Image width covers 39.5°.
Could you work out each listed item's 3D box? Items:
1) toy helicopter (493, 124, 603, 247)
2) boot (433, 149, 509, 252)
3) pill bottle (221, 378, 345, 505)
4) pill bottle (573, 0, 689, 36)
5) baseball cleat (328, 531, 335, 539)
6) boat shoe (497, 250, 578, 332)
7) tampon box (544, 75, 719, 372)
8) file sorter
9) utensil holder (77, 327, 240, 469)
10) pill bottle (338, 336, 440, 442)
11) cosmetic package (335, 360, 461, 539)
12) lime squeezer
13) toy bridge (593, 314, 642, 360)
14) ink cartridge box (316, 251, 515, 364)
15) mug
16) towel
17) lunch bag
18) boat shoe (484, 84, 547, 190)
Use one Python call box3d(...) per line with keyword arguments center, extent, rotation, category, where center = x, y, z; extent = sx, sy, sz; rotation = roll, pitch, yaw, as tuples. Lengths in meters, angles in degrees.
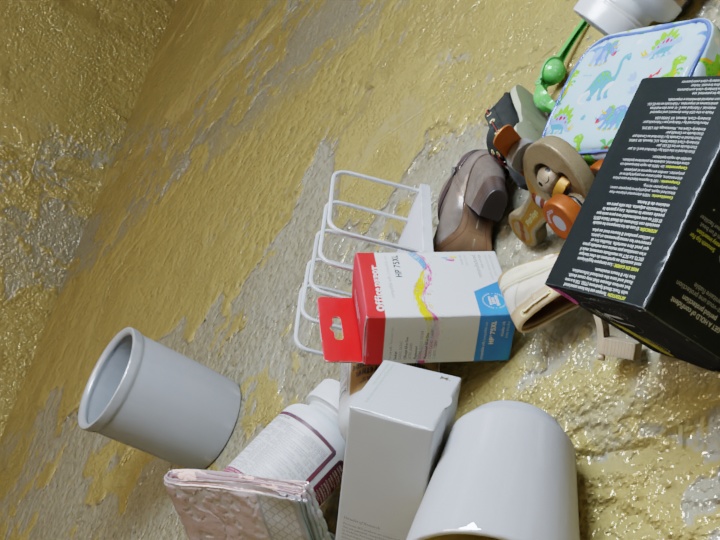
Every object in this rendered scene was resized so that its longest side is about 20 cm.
box3d(center=(0.185, -0.079, 1.042), extent=(0.079, 0.132, 0.200), rotation=(-38, -11, -16), category="toy helicopter")
box3d(center=(0.119, -0.055, 1.234), extent=(0.200, 0.070, 0.146), rotation=(-56, 18, 14), category="boot")
box3d(center=(-0.077, 0.227, 1.173), extent=(0.200, 0.110, 0.110), rotation=(-44, 18, -25), category="pill bottle")
box3d(center=(0.326, -0.341, 1.085), extent=(0.200, 0.111, 0.111), rotation=(-53, 27, 16), category="pill bottle")
box3d(center=(-0.075, 0.316, 1.210), extent=(0.106, 0.070, 0.200), rotation=(-33, 40, 21), category="baseball cleat")
box3d(center=(0.227, 0.008, 0.967), extent=(0.200, 0.074, 0.069), rotation=(-26, 65, 38), category="boat shoe")
box3d(center=(0.277, -0.036, 0.816), extent=(0.200, 0.150, 0.126), rotation=(-63, 27, -5), category="tampon box")
box3d(center=(0.000, 0.000, 1.224), extent=(0.139, 0.124, 0.200), rotation=(-87, 12, -52), category="file sorter")
box3d(center=(-0.312, 0.207, 1.578), extent=(0.170, 0.200, 0.170), rotation=(-43, 31, 33), category="utensil holder")
box3d(center=(0.033, 0.146, 1.114), extent=(0.114, 0.114, 0.200), rotation=(-40, 33, 36), category="pill bottle")
box3d(center=(0.035, 0.201, 0.955), extent=(0.108, 0.085, 0.200), rotation=(-43, -38, -63), category="cosmetic package")
box3d(center=(0.242, -0.234, 1.212), extent=(0.071, 0.038, 0.200), rotation=(-30, 39, 47), category="lime squeezer")
box3d(center=(0.230, -0.017, 0.906), extent=(0.067, 0.027, 0.200), rotation=(10, 97, 29), category="toy bridge")
box3d(center=(0.056, 0.039, 1.084), extent=(0.116, 0.200, 0.067), rotation=(-101, 12, -53), category="ink cartridge box")
box3d(center=(0.112, 0.205, 0.888), extent=(0.186, 0.149, 0.153), rotation=(-25, 34, 40), category="mug")
box3d(center=(-0.107, 0.304, 1.073), extent=(0.191, 0.200, 0.032), rotation=(-2, 26, 34), category="towel")
box3d(center=(0.286, -0.169, 1.014), extent=(0.200, 0.082, 0.161), rotation=(10, 73, 63), category="lunch bag")
box3d(center=(0.187, -0.147, 1.181), extent=(0.063, 0.074, 0.201), rotation=(-41, 25, 26), category="boat shoe")
